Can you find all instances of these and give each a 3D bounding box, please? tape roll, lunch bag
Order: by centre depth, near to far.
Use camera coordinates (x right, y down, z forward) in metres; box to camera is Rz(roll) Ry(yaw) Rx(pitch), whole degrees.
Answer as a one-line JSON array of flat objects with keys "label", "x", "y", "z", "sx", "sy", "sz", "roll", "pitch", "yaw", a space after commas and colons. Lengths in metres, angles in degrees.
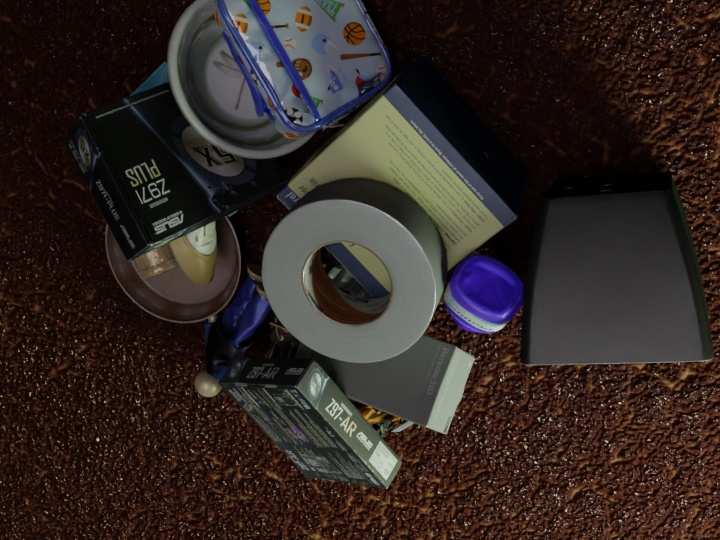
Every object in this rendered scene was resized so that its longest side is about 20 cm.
[{"label": "tape roll", "x": -0.006, "y": 0.001, "z": 1.112, "sx": 0.200, "sy": 0.066, "sz": 0.201, "roll": 8, "pitch": 118, "yaw": 15}, {"label": "lunch bag", "x": -0.066, "y": -0.251, "z": 1.114, "sx": 0.160, "sy": 0.076, "sz": 0.200, "roll": -32, "pitch": 97, "yaw": -16}]

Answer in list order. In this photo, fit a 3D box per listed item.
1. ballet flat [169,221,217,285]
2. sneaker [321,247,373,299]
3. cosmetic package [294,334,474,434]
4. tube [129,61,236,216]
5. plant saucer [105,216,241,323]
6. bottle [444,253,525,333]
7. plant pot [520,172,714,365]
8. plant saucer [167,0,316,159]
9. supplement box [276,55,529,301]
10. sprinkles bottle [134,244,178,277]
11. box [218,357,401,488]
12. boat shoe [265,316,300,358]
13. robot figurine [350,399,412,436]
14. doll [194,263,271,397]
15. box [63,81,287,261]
[{"label": "ballet flat", "x": -0.219, "y": -0.076, "z": 1.248, "sx": 0.063, "sy": 0.069, "sz": 0.201, "roll": -15, "pitch": 106, "yaw": 33}, {"label": "sneaker", "x": 0.000, "y": 0.000, "z": 1.265, "sx": 0.200, "sy": 0.091, "sz": 0.067, "roll": 28, "pitch": 116, "yaw": -28}, {"label": "cosmetic package", "x": 0.027, "y": 0.117, "z": 1.227, "sx": 0.199, "sy": 0.090, "sz": 0.107, "roll": 16, "pitch": 82, "yaw": 28}, {"label": "tube", "x": -0.208, "y": -0.161, "z": 1.264, "sx": 0.077, "sy": 0.050, "sz": 0.200, "roll": -36, "pitch": 96, "yaw": 20}, {"label": "plant saucer", "x": -0.246, "y": -0.028, "z": 1.334, "sx": 0.199, "sy": 0.034, "sz": 0.201, "roll": 6, "pitch": 112, "yaw": 16}, {"label": "bottle", "x": 0.140, "y": 0.034, "z": 1.171, "sx": 0.083, "sy": 0.200, "sz": 0.065, "roll": 32, "pitch": 82, "yaw": 5}, {"label": "plant pot", "x": 0.283, "y": -0.010, "z": 1.113, "sx": 0.199, "sy": 0.199, "sz": 0.178, "roll": -2, "pitch": 103, "yaw": 18}, {"label": "plant saucer", "x": -0.131, "y": -0.224, "z": 1.152, "sx": 0.200, "sy": 0.200, "sz": 0.050, "roll": 53, "pitch": 154, "yaw": -11}, {"label": "supplement box", "x": 0.053, "y": -0.099, "z": 1.162, "sx": 0.200, "sy": 0.134, "sz": 0.200, "roll": 46, "pitch": 118, "yaw": -8}, {"label": "sprinkles bottle", "x": -0.289, "y": -0.093, "z": 1.269, "sx": 0.068, "sy": 0.068, "sz": 0.201, "roll": -18, "pitch": 103, "yaw": 23}, {"label": "box", "x": -0.063, "y": 0.192, "z": 1.253, "sx": 0.160, "sy": 0.044, "sz": 0.200, "roll": -5, "pitch": 132, "yaw": 48}, {"label": "boat shoe", "x": -0.092, "y": 0.092, "z": 1.326, "sx": 0.059, "sy": 0.072, "sz": 0.201, "roll": 1, "pitch": 125, "yaw": -23}, {"label": "robot figurine", "x": 0.012, "y": 0.173, "z": 1.330, "sx": 0.200, "sy": 0.058, "sz": 0.145, "roll": -36, "pitch": 116, "yaw": 19}, {"label": "doll", "x": -0.172, "y": 0.093, "z": 1.340, "sx": 0.048, "sy": 0.137, "sz": 0.200, "roll": 14, "pitch": 120, "yaw": -36}, {"label": "box", "x": -0.214, "y": -0.129, "z": 1.167, "sx": 0.086, "sy": 0.200, "sz": 0.164, "roll": -23, "pitch": 95, "yaw": 58}]
